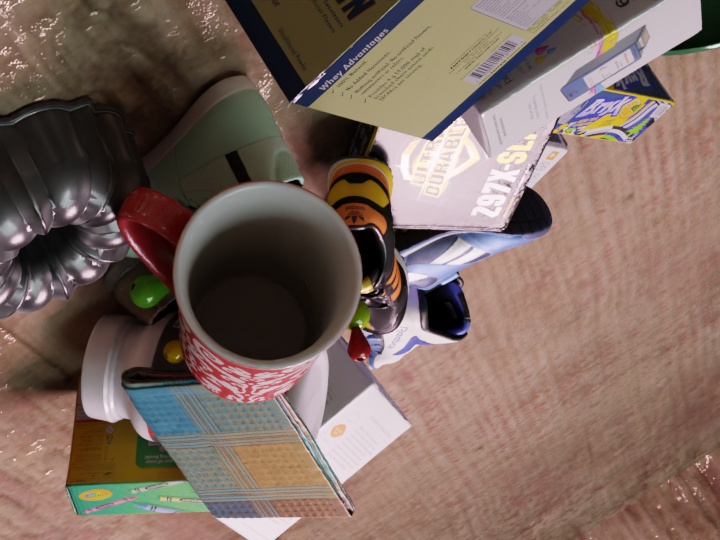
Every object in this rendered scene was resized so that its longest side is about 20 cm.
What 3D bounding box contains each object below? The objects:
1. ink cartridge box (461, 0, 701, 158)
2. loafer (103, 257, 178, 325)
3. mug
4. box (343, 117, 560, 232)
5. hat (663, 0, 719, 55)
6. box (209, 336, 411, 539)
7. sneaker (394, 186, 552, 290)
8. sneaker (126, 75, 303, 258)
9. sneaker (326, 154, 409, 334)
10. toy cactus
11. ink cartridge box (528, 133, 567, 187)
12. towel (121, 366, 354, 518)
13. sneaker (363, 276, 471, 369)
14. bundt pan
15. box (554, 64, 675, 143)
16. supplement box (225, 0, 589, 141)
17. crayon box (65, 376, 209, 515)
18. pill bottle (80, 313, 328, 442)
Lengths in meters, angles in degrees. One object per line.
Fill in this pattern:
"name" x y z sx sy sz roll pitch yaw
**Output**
"ink cartridge box" 0.145 -0.207 1.480 0.199 0.146 0.088 -30 157 -3
"loafer" -0.130 0.010 1.670 0.199 0.070 0.075 -14 152 -38
"mug" -0.086 0.008 1.411 0.133 0.178 0.200 -28 170 -13
"box" 0.076 -0.114 1.627 0.159 0.050 0.200 0 142 -19
"hat" 0.315 -0.300 1.690 0.165 0.177 0.200 -26 -165 -21
"box" -0.072 0.157 1.867 0.200 0.106 0.152 -40 154 -1
"sneaker" 0.079 -0.031 1.751 0.199 0.074 0.082 -10 144 -15
"sneaker" -0.123 -0.045 1.498 0.074 0.118 0.200 -9 150 -48
"sneaker" 0.000 0.000 1.630 0.070 0.090 0.201 0 135 8
"toy cactus" -0.085 0.005 1.578 0.199 0.166 0.102 3 156 7
"ink cartridge box" 0.069 -0.075 1.791 0.200 0.044 0.198 5 137 -50
"towel" -0.102 0.147 1.608 0.146 0.022 0.200 -3 138 26
"sneaker" 0.057 0.052 1.914 0.114 0.081 0.199 -5 172 8
"bundt pan" -0.243 -0.034 1.418 0.201 0.076 0.202 -27 158 -12
"box" 0.207 -0.168 1.748 0.064 0.070 0.200 -42 156 27
"supplement box" 0.039 -0.214 1.335 0.200 0.135 0.199 -41 157 21
"crayon box" -0.164 0.157 1.743 0.199 0.119 0.058 -2 144 4
"pill bottle" -0.136 0.101 1.674 0.199 0.116 0.116 9 161 11
